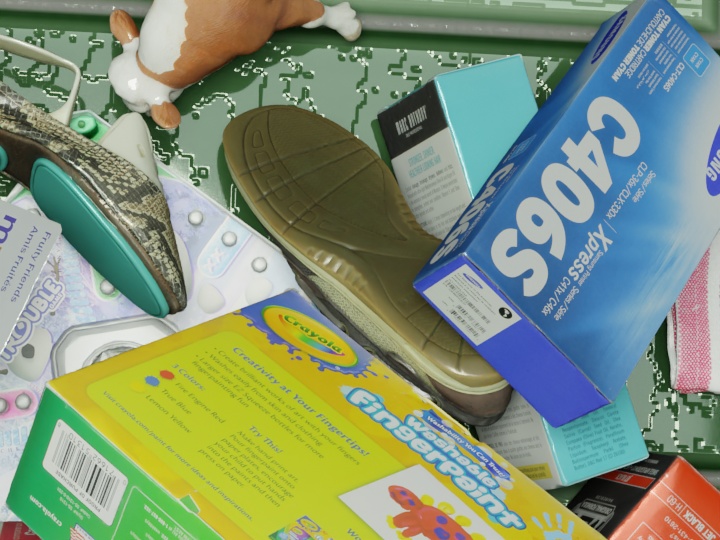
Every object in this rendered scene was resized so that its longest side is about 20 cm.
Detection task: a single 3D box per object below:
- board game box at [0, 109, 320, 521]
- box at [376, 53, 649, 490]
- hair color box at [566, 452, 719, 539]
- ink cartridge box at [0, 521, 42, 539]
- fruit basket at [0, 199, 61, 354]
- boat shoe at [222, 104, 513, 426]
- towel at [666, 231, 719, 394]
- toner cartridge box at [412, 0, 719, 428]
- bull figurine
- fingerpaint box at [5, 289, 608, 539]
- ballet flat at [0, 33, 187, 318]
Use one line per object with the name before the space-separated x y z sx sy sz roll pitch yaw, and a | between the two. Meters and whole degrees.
board game box | -0.115 0.056 1.016 0.200 0.026 0.200 36 83 -2
box | 0.071 0.004 1.009 0.049 0.082 0.201 -16 87 -21
hair color box | 0.092 0.178 0.990 0.061 0.102 0.200 42 82 -5
ink cartridge box | -0.216 0.192 0.948 0.199 0.083 0.146 1 102 -6
fruit basket | -0.238 0.033 0.925 0.094 0.200 0.186 33 81 -43
boat shoe | 0.001 0.000 0.992 0.072 0.066 0.201 -28 55 -28
towel | 0.253 -0.009 1.059 0.199 0.030 0.147 1 86 -6
toner cartridge box | 0.112 -0.032 0.957 0.095 0.043 0.200 45 53 -11
bull figurine | -0.052 -0.155 0.992 0.121 0.200 0.065 -15 45 -41
fingerpaint box | -0.020 0.110 0.891 0.200 0.167 0.073 37 123 23
ballet flat | -0.147 -0.063 0.982 0.200 0.068 0.075 35 67 2
